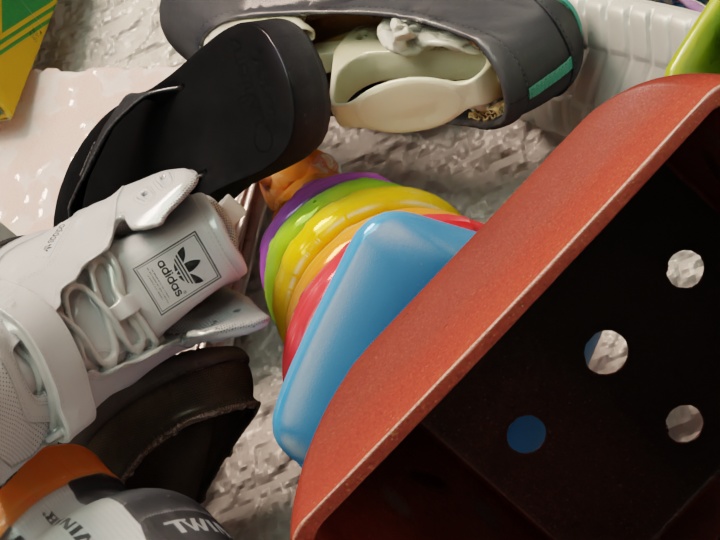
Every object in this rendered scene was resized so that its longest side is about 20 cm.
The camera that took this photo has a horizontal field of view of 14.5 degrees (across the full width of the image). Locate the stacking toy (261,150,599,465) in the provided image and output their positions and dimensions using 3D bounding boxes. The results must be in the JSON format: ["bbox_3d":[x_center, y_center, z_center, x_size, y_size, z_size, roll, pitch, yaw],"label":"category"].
[{"bbox_3d":[0.000,0.000,1.121,0.110,0.116,0.200,-65,31,17],"label":"stacking toy"}]

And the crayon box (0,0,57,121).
[{"bbox_3d":[-0.234,-0.136,1.357,0.200,0.058,0.173,-10,48,31],"label":"crayon box"}]

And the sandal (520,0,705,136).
[{"bbox_3d":[0.125,-0.074,1.109,0.203,0.050,0.083,34,130,44],"label":"sandal"}]

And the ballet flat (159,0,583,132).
[{"bbox_3d":[-0.009,-0.085,1.128,0.200,0.073,0.073,5,68,30],"label":"ballet flat"}]

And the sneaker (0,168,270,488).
[{"bbox_3d":[-0.103,0.018,1.019,0.115,0.075,0.200,-24,12,13],"label":"sneaker"}]

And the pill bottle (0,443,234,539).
[{"bbox_3d":[-0.067,0.150,1.008,0.106,0.106,0.200,-47,61,3],"label":"pill bottle"}]

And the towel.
[{"bbox_3d":[-0.131,-0.003,1.255,0.200,0.032,0.191,2,66,35],"label":"towel"}]

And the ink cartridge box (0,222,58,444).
[{"bbox_3d":[-0.219,0.023,1.181,0.200,0.145,0.083,3,64,34],"label":"ink cartridge box"}]

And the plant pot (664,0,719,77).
[{"bbox_3d":[0.230,-0.079,0.929,0.200,0.199,0.181,-54,15,-7],"label":"plant pot"}]

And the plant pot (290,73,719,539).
[{"bbox_3d":[0.100,0.053,0.941,0.200,0.200,0.176,-47,16,5],"label":"plant pot"}]

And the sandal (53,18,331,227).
[{"bbox_3d":[-0.082,-0.043,1.136,0.200,0.043,0.076,-42,67,50],"label":"sandal"}]

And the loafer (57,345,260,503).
[{"bbox_3d":[-0.091,0.110,1.125,0.071,0.073,0.200,50,125,23],"label":"loafer"}]

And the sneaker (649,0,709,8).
[{"bbox_3d":[0.142,-0.141,1.115,0.200,0.087,0.075,3,69,36],"label":"sneaker"}]
